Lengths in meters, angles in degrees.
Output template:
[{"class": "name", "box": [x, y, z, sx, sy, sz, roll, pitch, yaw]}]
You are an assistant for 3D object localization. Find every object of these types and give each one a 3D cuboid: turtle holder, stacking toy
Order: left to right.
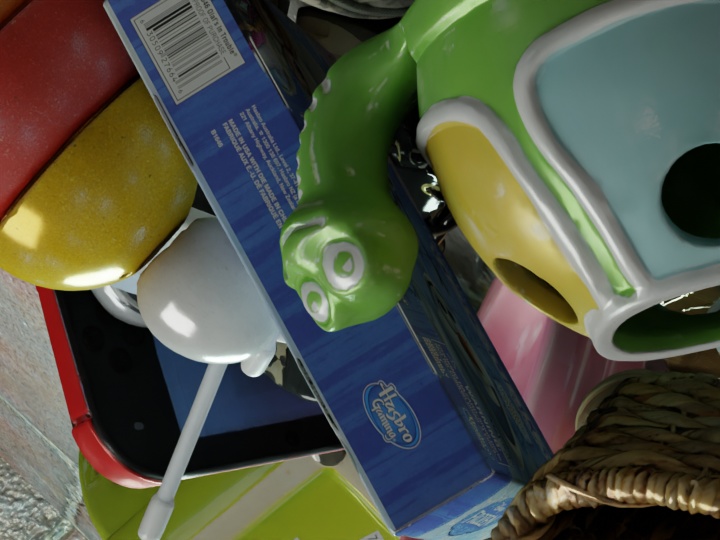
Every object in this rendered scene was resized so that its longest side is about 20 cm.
[{"class": "stacking toy", "box": [-0.107, -0.041, 1.034, 0.200, 0.146, 0.146, 45, 165, 1]}, {"class": "turtle holder", "box": [0.075, -0.045, 0.906, 0.141, 0.185, 0.132, 132, 129, -60]}]

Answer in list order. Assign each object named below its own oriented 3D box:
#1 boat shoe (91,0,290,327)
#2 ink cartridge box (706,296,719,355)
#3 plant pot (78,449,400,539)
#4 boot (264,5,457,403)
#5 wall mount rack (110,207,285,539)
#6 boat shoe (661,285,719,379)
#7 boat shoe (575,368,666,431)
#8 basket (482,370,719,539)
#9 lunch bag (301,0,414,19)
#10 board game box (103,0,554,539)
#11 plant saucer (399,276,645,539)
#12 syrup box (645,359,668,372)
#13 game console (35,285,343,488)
[{"class": "boat shoe", "box": [-0.063, -0.075, 1.230, 0.073, 0.200, 0.068, 20, 173, -26]}, {"class": "ink cartridge box", "box": [0.231, 0.068, 1.016, 0.200, 0.086, 0.147, 27, 159, 44]}, {"class": "plant pot", "box": [-0.017, 0.128, 1.501, 0.200, 0.199, 0.182, 46, -165, -15]}, {"class": "boot", "box": [0.024, -0.013, 1.202, 0.073, 0.155, 0.203, 5, -166, -32]}, {"class": "wall mount rack", "box": [-0.107, 0.025, 1.169, 0.199, 0.075, 0.174, 21, 148, -9]}, {"class": "boat shoe", "box": [0.140, 0.000, 1.121, 0.070, 0.070, 0.200, -2, 162, 24]}, {"class": "boat shoe", "box": [0.148, 0.124, 1.131, 0.200, 0.064, 0.071, 49, 124, 6]}, {"class": "basket", "box": [0.125, 0.140, 0.953, 0.199, 0.149, 0.143, 29, 134, 21]}, {"class": "lunch bag", "box": [-0.049, -0.179, 0.976, 0.200, 0.139, 0.168, 36, 166, 36]}, {"class": "board game box", "box": [0.000, 0.000, 1.045, 0.201, 0.043, 0.199, 61, -174, 12]}, {"class": "plant saucer", "box": [0.070, 0.067, 1.261, 0.051, 0.201, 0.201, 21, 167, -6]}, {"class": "syrup box", "box": [0.129, 0.088, 1.355, 0.081, 0.079, 0.200, 45, 165, -9]}, {"class": "game console", "box": [-0.057, -0.001, 1.306, 0.031, 0.199, 0.178, -22, 79, 46]}]
